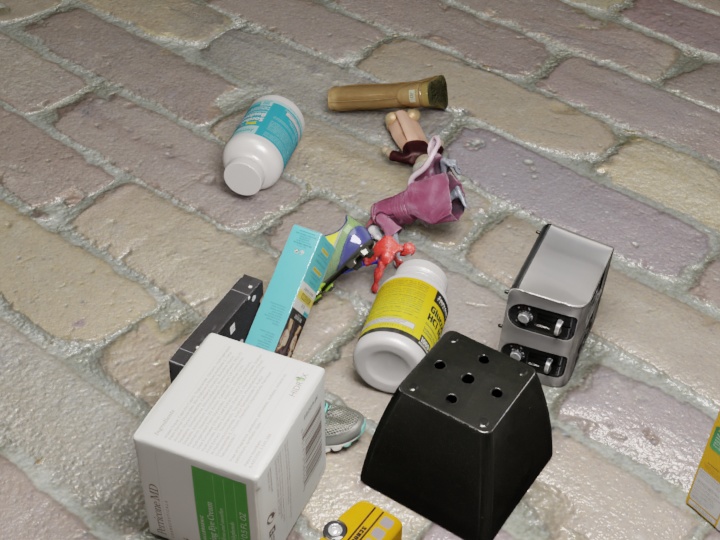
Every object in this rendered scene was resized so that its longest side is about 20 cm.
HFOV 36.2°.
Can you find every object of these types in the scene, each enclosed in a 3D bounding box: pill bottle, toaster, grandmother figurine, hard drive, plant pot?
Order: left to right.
[{"bbox_3d":[-0.200,0.117,1.569,0.038,0.140,0.200,18,45,18],"label":"hard drive"},{"bbox_3d":[-0.178,-0.220,1.973,0.111,0.111,0.200,11,42,10],"label":"pill bottle"},{"bbox_3d":[0.068,0.077,1.642,0.112,0.113,0.200,12,43,11],"label":"pill bottle"},{"bbox_3d":[0.099,-0.226,2.032,0.121,0.061,0.200,-16,41,-7],"label":"grandmother figurine"},{"bbox_3d":[0.133,0.203,1.455,0.199,0.178,0.200,25,47,25],"label":"plant pot"},{"bbox_3d":[0.286,0.048,1.636,0.119,0.181,0.200,20,45,15],"label":"toaster"}]

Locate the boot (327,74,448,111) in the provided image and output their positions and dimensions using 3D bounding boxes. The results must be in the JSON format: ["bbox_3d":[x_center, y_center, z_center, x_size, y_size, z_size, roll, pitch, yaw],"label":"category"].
[{"bbox_3d":[0.058,-0.343,2.148,0.200,0.066,0.175,0,6,21],"label":"boot"}]

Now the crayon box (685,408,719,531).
[{"bbox_3d":[0.493,0.259,1.383,0.052,0.200,0.126,-25,48,-27],"label":"crayon box"}]

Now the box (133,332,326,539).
[{"bbox_3d":[-0.157,0.229,1.397,0.171,0.199,0.200,16,43,17],"label":"box"}]

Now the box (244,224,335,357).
[{"bbox_3d":[-0.104,0.040,1.628,0.049,0.082,0.200,18,80,17],"label":"box"}]

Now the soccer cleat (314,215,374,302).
[{"bbox_3d":[-0.070,-0.006,1.713,0.200,0.065,0.084,-38,78,7],"label":"soccer cleat"}]

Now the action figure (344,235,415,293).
[{"bbox_3d":[0.000,0.000,1.775,0.200,0.099,0.065,-13,42,17],"label":"action figure"}]

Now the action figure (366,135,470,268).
[{"bbox_3d":[0.075,-0.106,1.824,0.200,0.149,0.134,-22,26,22],"label":"action figure"}]

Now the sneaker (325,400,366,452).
[{"bbox_3d":[-0.091,0.191,1.524,0.200,0.091,0.078,8,43,7],"label":"sneaker"}]

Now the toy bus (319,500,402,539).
[{"bbox_3d":[-0.034,0.372,1.341,0.078,0.065,0.200,26,46,23],"label":"toy bus"}]
